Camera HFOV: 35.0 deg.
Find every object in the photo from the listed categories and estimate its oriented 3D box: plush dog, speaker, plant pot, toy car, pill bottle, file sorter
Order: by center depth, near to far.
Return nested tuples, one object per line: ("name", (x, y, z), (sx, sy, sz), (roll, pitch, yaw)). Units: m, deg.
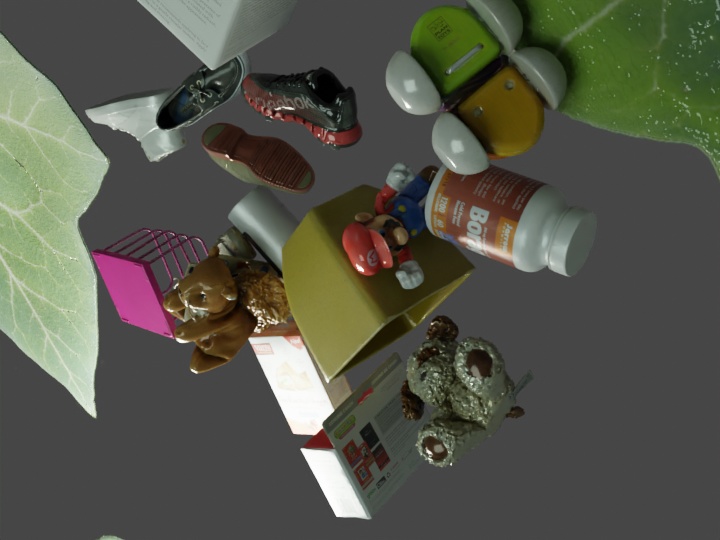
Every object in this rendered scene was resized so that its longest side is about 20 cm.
("toy car", (0.133, -0.220, 1.363), (0.200, 0.175, 0.150), (51, 177, -1))
("pill bottle", (0.190, -0.066, 1.437), (0.199, 0.112, 0.113), (23, 133, 30))
("plant pot", (0.000, 0.000, 1.613), (0.201, 0.195, 0.194), (53, 141, 10))
("plush dog", (0.139, 0.164, 1.668), (0.171, 0.160, 0.201), (37, 112, 36))
("speaker", (-0.113, -0.038, 1.768), (0.200, 0.081, 0.081), (48, 140, 3))
("file sorter", (-0.344, 0.011, 1.963), (0.199, 0.125, 0.140), (11, 127, 52))

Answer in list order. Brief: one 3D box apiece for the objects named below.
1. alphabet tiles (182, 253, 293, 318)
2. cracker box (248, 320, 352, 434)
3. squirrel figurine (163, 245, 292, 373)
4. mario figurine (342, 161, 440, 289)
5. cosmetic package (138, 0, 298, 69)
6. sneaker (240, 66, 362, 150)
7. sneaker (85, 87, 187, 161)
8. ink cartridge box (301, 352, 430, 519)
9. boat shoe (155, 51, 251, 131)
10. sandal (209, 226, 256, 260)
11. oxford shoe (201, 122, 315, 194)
("alphabet tiles", (-0.191, 0.033, 1.852), (0.198, 0.006, 0.167), (10, 140, -16))
("cracker box", (-0.092, 0.182, 1.932), (0.133, 0.058, 0.201), (-5, 115, 45))
("squirrel figurine", (-0.201, 0.039, 1.749), (0.187, 0.198, 0.142), (101, 153, -55))
("mario figurine", (0.062, -0.060, 1.492), (0.123, 0.200, 0.106), (39, 140, 13))
("cosmetic package", (-0.170, -0.407, 1.473), (0.165, 0.165, 0.200), (44, 140, 7))
("sneaker", (-0.082, -0.246, 1.588), (0.199, 0.071, 0.099), (26, 135, 24))
("sneaker", (-0.365, -0.228, 1.865), (0.199, 0.074, 0.116), (1, 117, 41))
("ink cartridge box", (0.011, 0.252, 1.776), (0.083, 0.200, 0.177), (-8, 114, 46))
("boat shoe", (-0.237, -0.266, 1.715), (0.199, 0.057, 0.069), (-32, 97, 41))
("sandal", (-0.215, -0.018, 1.864), (0.080, 0.054, 0.200), (48, 163, 1))
("oxford shoe", (-0.148, -0.161, 1.733), (0.199, 0.071, 0.074), (29, 161, 23))
